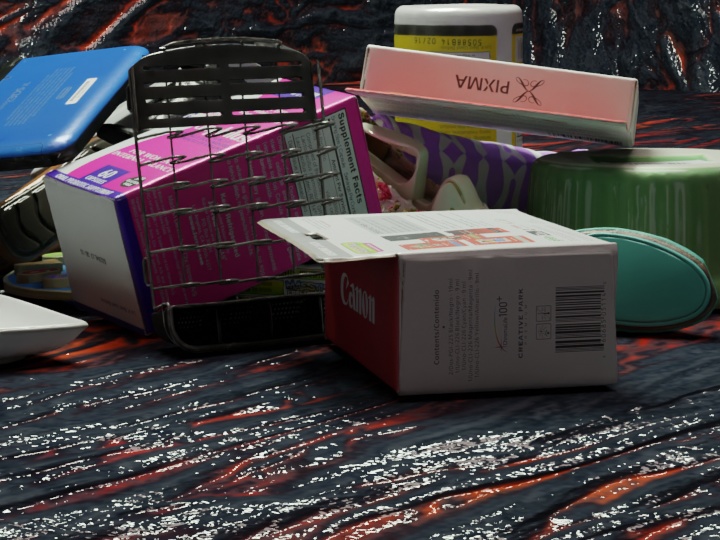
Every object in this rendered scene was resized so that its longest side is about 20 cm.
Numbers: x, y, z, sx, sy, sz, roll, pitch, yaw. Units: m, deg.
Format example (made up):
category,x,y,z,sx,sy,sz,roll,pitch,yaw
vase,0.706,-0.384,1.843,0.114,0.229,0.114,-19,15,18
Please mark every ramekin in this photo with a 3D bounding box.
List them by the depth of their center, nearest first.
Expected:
category,x,y,z,sx,sy,sz,roll,pitch,yaw
ramekin,0.211,-0.034,1.639,0.199,0.098,0.200,0,8,0

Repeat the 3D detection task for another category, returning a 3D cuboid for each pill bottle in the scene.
category,x,y,z,sx,sy,sz,roll,pitch,yaw
pill bottle,0.084,-0.127,1.946,0.111,0.201,0.111,-1,7,0

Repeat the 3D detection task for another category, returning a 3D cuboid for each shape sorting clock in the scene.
category,x,y,z,sx,sy,sz,roll,pitch,yaw
shape sorting clock,-0.162,-0.003,1.666,0.199,0.039,0.200,-1,8,0

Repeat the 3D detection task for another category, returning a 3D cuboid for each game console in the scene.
category,x,y,z,sx,sy,sz,roll,pitch,yaw
game console,-0.245,-0.070,1.644,0.170,0.119,0.200,-4,25,16

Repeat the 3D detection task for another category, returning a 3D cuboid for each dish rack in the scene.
category,x,y,z,sx,sy,sz,roll,pitch,yaw
dish rack,-0.073,-0.051,1.457,0.153,0.201,0.054,-5,-2,-31

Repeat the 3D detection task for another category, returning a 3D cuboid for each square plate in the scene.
category,x,y,z,sx,sy,sz,roll,pitch,yaw
square plate,-0.301,0.040,1.414,0.198,0.029,0.200,-7,10,-34

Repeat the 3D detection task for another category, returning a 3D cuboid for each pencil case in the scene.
category,x,y,z,sx,sy,sz,roll,pitch,yaw
pencil case,0.093,-0.069,1.734,0.199,0.086,0.084,8,-34,-24

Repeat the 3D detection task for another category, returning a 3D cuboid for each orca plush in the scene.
category,x,y,z,sx,sy,sz,roll,pitch,yaw
orca plush,-0.140,-0.133,1.714,0.105,0.071,0.200,-24,2,34

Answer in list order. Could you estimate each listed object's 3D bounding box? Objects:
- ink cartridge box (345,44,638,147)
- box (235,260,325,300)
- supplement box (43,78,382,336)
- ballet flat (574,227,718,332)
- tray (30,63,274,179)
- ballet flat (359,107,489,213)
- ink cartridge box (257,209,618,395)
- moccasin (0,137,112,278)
category,x,y,z,sx,sy,sz,roll,pitch,yaw
ink cartridge box,0.099,-0.128,1.634,0.199,0.045,0.176,8,-1,8
box,0.000,0.000,1.647,0.110,0.035,0.200,3,9,22
supplement box,-0.097,-0.047,1.543,0.200,0.104,0.101,-24,24,-30
ballet flat,0.139,0.006,1.503,0.199,0.068,0.070,4,-5,14
tray,-0.171,-0.125,1.855,0.200,0.022,0.107,-30,-13,11
ballet flat,0.041,-0.052,1.611,0.200,0.064,0.076,35,28,20
ink cartridge box,0.039,0.015,1.356,0.175,0.084,0.200,-2,8,-12
moccasin,-0.228,-0.048,1.792,0.078,0.074,0.201,-31,8,47
